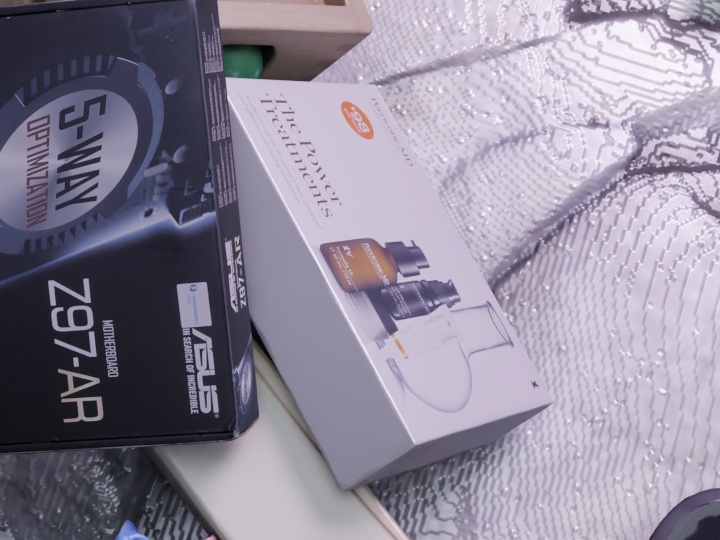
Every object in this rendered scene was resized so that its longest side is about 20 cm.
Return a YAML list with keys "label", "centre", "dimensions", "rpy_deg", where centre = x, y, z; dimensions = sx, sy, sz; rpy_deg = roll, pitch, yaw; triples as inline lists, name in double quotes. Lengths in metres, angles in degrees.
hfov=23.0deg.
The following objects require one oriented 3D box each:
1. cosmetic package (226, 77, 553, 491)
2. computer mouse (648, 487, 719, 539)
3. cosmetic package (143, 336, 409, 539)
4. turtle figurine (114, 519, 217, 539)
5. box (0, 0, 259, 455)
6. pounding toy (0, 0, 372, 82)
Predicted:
- label: "cosmetic package"
  centre: [0.000, 0.000, 0.879]
  dimensions: [0.052, 0.151, 0.200]
  rpy_deg: [-35, 77, 26]
- label: "computer mouse"
  centre: [0.179, 0.208, 0.882]
  dimensions: [0.138, 0.053, 0.200]
  rpy_deg: [-1, 86, -1]
- label: "cosmetic package"
  centre: [-0.034, 0.123, 0.867]
  dimensions: [0.073, 0.104, 0.200]
  rpy_deg: [-37, 80, -11]
- label: "turtle figurine"
  centre: [-0.084, 0.230, 0.778]
  dimensions: [0.144, 0.200, 0.194]
  rpy_deg: [-32, 115, 8]
- label: "box"
  centre: [-0.135, -0.020, 0.798]
  dimensions: [0.160, 0.044, 0.200]
  rpy_deg: [-3, 97, 10]
- label: "pounding toy"
  centre: [-0.118, -0.138, 0.904]
  dimensions: [0.184, 0.142, 0.200]
  rpy_deg: [-6, 71, -45]
